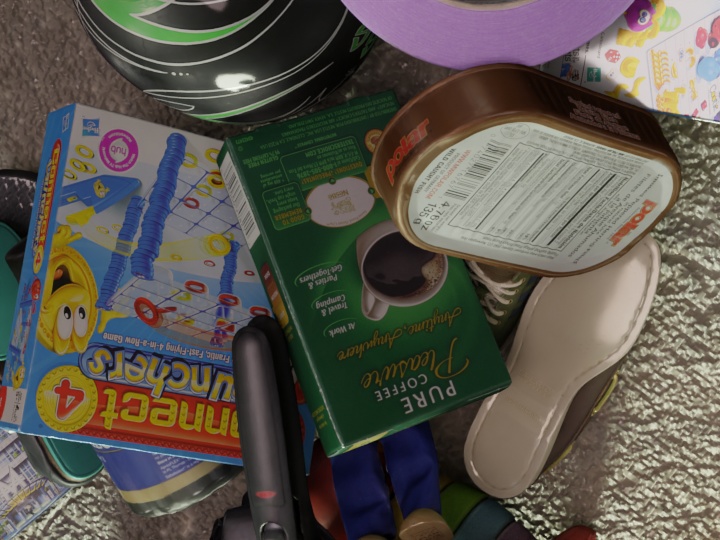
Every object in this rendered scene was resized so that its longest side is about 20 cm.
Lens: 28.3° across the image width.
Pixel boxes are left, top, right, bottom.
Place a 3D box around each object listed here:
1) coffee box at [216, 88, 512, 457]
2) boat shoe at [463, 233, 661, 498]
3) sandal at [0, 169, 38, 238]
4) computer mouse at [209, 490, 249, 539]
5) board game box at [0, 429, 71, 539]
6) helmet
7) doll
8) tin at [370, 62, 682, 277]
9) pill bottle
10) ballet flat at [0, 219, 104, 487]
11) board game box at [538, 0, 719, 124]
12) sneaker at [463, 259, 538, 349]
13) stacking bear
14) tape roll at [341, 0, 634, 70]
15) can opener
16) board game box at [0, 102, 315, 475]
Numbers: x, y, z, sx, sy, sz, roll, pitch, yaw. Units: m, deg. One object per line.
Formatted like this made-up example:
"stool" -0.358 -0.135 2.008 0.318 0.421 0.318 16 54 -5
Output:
"coffee box" 0.000 0.000 0.872 0.122 0.044 0.202 -19 80 -22
"boat shoe" 0.136 0.056 0.921 0.071 0.059 0.202 35 110 22
"sandal" -0.197 -0.034 1.029 0.197 0.043 0.077 5 111 8
"computer mouse" -0.073 0.186 0.987 0.034 0.200 0.059 8 66 -18
"board game box" -0.330 0.129 1.075 0.199 0.062 0.201 -39 89 10
"helmet" -0.080 -0.186 0.873 0.190 0.200 0.200 -43 87 16
"doll" 0.011 0.085 0.928 0.135 0.048 0.202 -29 56 21
"tin" 0.095 -0.049 0.782 0.112 0.198 0.042 -45 50 34
"pill bottle" -0.156 0.056 0.973 0.111 0.112 0.202 -22 106 22
"ballet flat" -0.242 0.062 1.016 0.072 0.073 0.202 -20 97 21
"board game box" 0.214 -0.141 0.825 0.197 0.103 0.107 13 104 16
"sneaker" 0.085 -0.012 0.906 0.067 0.090 0.202 30 110 9
"stacking bear" 0.039 0.179 0.961 0.199 0.121 0.115 31 105 19
"tape roll" 0.066 -0.208 0.746 0.197 0.066 0.203 0 102 1
"can opener" -0.053 0.128 0.856 0.077 0.063 0.203 -3 107 4
"board game box" -0.113 0.017 0.901 0.056 0.198 0.199 -4 76 60
